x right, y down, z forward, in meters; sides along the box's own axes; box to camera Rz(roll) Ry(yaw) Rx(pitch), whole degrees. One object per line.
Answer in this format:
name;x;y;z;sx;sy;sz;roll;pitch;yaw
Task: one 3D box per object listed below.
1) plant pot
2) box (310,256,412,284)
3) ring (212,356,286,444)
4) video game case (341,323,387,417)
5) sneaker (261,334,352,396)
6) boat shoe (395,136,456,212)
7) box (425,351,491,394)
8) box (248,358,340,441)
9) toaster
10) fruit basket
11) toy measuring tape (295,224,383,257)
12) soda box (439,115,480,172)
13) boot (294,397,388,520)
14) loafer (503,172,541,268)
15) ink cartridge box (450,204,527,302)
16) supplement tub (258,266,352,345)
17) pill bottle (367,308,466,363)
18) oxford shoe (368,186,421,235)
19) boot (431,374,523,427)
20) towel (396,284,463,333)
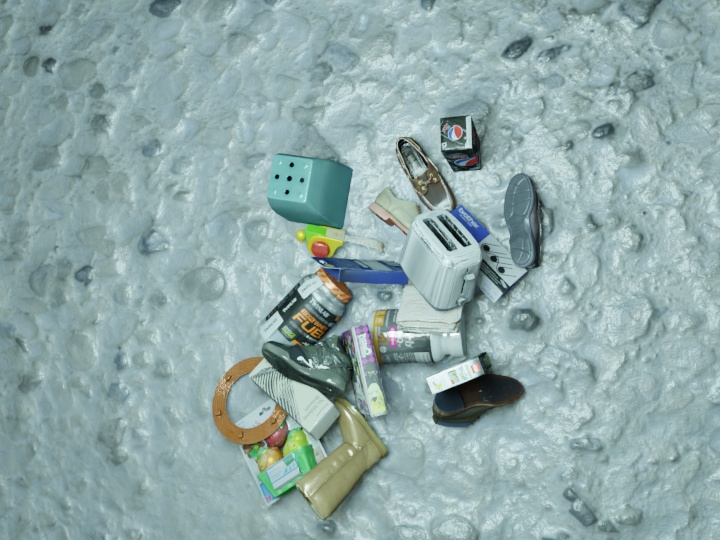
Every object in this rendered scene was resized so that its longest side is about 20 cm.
plant pot;-0.118;-0.180;1.488;0.139;0.200;0.143;10;89;15
box;0.000;0.000;1.439;0.197;0.121;0.033;4;100;-19
ring;-0.250;0.291;1.552;0.198;0.019;0.203;-8;62;15
video game case;0.005;0.210;1.436;0.035;0.200;0.184;-11;84;-10
sneaker;-0.105;0.179;1.448;0.197;0.077;0.115;20;53;10
boat shoe;0.137;-0.202;1.488;0.070;0.070;0.201;-37;80;9
box;0.201;0.203;1.378;0.109;0.200;0.035;-24;81;13
box;-0.143;0.268;1.477;0.199;0.069;0.082;34;73;28
toaster;0.157;-0.029;1.360;0.112;0.130;0.201;-14;49;-26
fruit basket;-0.184;0.391;1.530;0.184;0.094;0.201;-34;76;11
toy measuring tape;-0.050;-0.054;1.542;0.197;0.074;0.075;13;90;-2
soda box;0.207;-0.255;1.403;0.062;0.200;0.072;-3;86;15
boot;-0.060;0.393;1.459;0.199;0.066;0.175;-38;77;-23
loafer;0.345;-0.101;1.437;0.071;0.063;0.203;-12;72;42
ink cartridge box;0.245;-0.037;1.437;0.094;0.044;0.200;-34;74;-32
supplement tub;-0.119;0.095;1.513;0.123;0.122;0.200;45;99;13
pill bottle;0.119;0.137;1.448;0.197;0.116;0.118;-4;86;15
oxford shoe;0.113;-0.111;1.490;0.199;0.071;0.074;35;88;12
boot;0.240;0.275;1.441;0.197;0.097;0.075;-7;56;-11
towel;0.150;0.053;1.421;0.131;0.201;0.035;1;129;13
